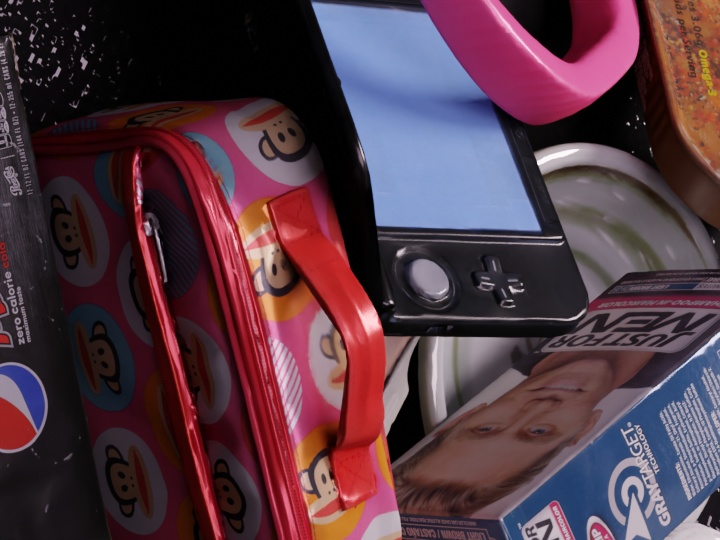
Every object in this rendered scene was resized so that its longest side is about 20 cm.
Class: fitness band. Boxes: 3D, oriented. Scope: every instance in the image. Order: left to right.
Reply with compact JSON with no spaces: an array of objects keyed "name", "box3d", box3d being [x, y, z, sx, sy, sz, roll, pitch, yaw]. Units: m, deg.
[{"name":"fitness band","box3d":[0.069,-0.139,1.286,0.144,0.037,0.200,60,24,-6]}]

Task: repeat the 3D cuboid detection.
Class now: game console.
[{"name":"game console","box3d":[0.017,-0.085,1.179,0.175,0.116,0.201,2,56,-33]}]

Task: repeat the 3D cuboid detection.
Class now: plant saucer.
[{"name":"plant saucer","box3d":[0.089,0.044,1.342,0.200,0.050,0.201,1,89,-41]}]

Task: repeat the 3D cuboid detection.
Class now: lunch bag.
[{"name":"lunch bag","box3d":[-0.055,0.035,1.130,0.082,0.176,0.201,-21,103,-39]}]

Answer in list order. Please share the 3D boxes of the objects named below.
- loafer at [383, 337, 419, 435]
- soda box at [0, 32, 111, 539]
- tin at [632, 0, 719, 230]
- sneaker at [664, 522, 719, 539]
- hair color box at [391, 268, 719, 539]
[{"name":"loafer","box3d":[0.000,0.000,1.248,0.063,0.072,0.201,37,65,-34]},{"name":"soda box","box3d":[-0.156,0.016,1.117,0.071,0.063,0.201,-17,100,-39]},{"name":"tin","box3d":[0.180,-0.102,1.372,0.111,0.042,0.201,0,59,-13]},{"name":"sneaker","box3d":[0.198,0.197,1.353,0.079,0.129,0.199,-45,136,-15]},{"name":"hair color box","box3d":[0.097,0.073,1.249,0.200,0.100,0.061,-38,113,-36]}]
